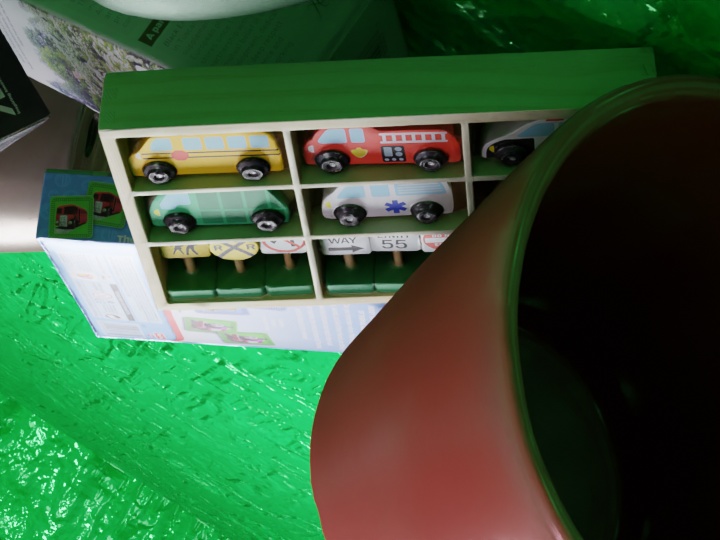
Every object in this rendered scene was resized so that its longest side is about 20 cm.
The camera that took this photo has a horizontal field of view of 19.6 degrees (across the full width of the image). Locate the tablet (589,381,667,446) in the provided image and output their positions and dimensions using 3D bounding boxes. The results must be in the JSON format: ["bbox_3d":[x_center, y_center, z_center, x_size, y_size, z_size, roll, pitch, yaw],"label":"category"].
[{"bbox_3d":[0.088,0.099,0.880,0.199,0.014,0.131,13,121,34],"label":"tablet"}]

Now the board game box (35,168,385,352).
[{"bbox_3d":[-0.030,0.001,0.926,0.199,0.037,0.151,4,162,4],"label":"board game box"}]

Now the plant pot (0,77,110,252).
[{"bbox_3d":[-0.212,-0.086,1.041,0.173,0.201,0.200,14,164,4],"label":"plant pot"}]

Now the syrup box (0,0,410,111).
[{"bbox_3d":[-0.084,-0.108,0.857,0.199,0.082,0.079,27,161,23],"label":"syrup box"}]

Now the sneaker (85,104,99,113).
[{"bbox_3d":[-0.054,-0.071,0.930,0.199,0.079,0.080,25,159,21],"label":"sneaker"}]

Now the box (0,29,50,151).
[{"bbox_3d":[-0.239,-0.087,0.875,0.200,0.044,0.161,-27,94,39],"label":"box"}]

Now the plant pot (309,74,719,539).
[{"bbox_3d":[0.082,0.056,0.733,0.200,0.201,0.177,36,149,-16],"label":"plant pot"}]

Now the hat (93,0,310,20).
[{"bbox_3d":[-0.074,-0.092,0.690,0.199,0.177,0.166,29,166,12],"label":"hat"}]

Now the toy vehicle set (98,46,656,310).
[{"bbox_3d":[0.011,-0.031,0.786,0.199,0.027,0.124,-2,148,6],"label":"toy vehicle set"}]
